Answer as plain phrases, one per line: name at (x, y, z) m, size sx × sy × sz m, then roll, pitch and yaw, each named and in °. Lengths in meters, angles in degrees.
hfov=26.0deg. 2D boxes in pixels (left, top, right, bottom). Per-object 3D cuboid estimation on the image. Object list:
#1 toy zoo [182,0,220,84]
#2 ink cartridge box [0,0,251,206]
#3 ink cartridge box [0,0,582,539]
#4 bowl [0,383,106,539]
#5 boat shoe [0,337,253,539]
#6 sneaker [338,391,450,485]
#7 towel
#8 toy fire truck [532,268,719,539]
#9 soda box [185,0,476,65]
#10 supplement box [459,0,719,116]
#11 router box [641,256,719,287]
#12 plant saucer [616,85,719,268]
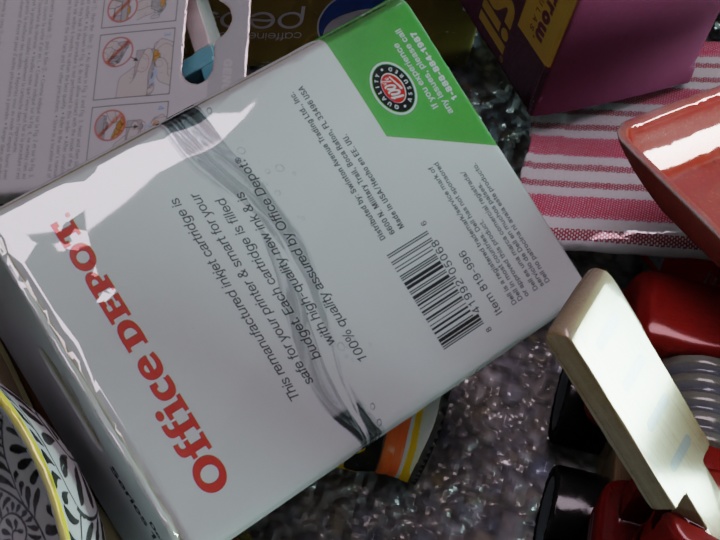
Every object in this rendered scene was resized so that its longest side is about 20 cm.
toy zoo at (-0.117, -0.066, 0.740) m, size 0.131 × 0.020 × 0.201 m, roll -29°, pitch 60°, yaw 15°
ink cartridge box at (-0.143, -0.100, 0.738) m, size 0.198 × 0.057 × 0.164 m, roll -1°, pitch 69°, yaw 8°
ink cartridge box at (-0.034, 0.005, 0.617) m, size 0.199 × 0.083 × 0.147 m, roll -30°, pitch 87°, yaw -26°
bowl at (-0.163, 0.117, 0.583) m, size 0.201 × 0.201 × 0.094 m, roll 41°, pitch 14°, yaw 21°
boat shoe at (-0.115, 0.070, 0.666) m, size 0.068 × 0.072 × 0.201 m, roll -26°, pitch 73°, yaw -25°
sneaker at (0.000, 0.000, 0.732) m, size 0.089 × 0.070 × 0.201 m, roll 10°, pitch 54°, yaw -6°
towel at (0.157, -0.061, 0.778) m, size 0.145 × 0.030 × 0.201 m, roll 3°, pitch 36°, yaw 13°
toy fire truck at (0.120, 0.062, 0.624) m, size 0.127 × 0.201 × 0.177 m, roll 14°, pitch 53°, yaw 1°
soda box at (-0.036, -0.155, 0.844) m, size 0.198 × 0.068 × 0.064 m, roll -1°, pitch 54°, yaw -10°
supplement box at (0.097, -0.198, 0.778) m, size 0.102 × 0.131 × 0.201 m, roll -14°, pitch 58°, yaw -24°
router box at (0.270, 0.007, 0.785) m, size 0.199 × 0.049 × 0.180 m, roll -21°, pitch 59°, yaw -23°
plant saucer at (0.233, -0.012, 0.649) m, size 0.199 × 0.037 × 0.200 m, roll -21°, pitch 55°, yaw -30°
